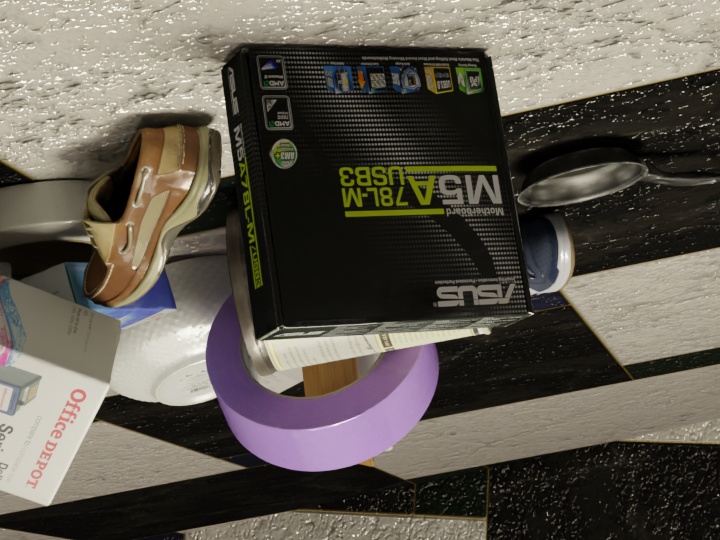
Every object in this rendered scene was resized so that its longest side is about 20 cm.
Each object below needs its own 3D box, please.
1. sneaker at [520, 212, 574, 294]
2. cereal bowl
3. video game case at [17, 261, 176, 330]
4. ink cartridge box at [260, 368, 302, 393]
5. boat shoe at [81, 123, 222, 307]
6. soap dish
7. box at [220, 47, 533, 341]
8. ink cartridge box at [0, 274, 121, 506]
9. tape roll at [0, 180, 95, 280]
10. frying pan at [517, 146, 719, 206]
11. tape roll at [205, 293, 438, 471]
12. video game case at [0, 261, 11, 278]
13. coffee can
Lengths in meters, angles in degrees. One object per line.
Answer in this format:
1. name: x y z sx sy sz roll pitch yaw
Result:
1. sneaker: 0.127 -0.004 1.953 0.108 0.071 0.200 -7 170 -18
2. cereal bowl: -0.161 0.070 1.942 0.199 0.084 0.200 -17 154 -8
3. video game case: -0.275 0.043 1.713 0.180 0.046 0.200 -21 173 17
4. ink cartridge box: -0.042 0.065 2.229 0.199 0.050 0.161 -30 163 8
5. boat shoe: -0.173 -0.048 1.538 0.073 0.076 0.200 13 138 -25
6. soap dish: -0.018 0.101 2.061 0.081 0.158 0.200 -7 160 1
7. box: 0.011 -0.054 1.391 0.199 0.194 0.047 -1 165 -27
8. ink cartridge box: -0.303 0.078 1.578 0.199 0.088 0.146 21 125 -16
9. tape roll: -0.263 -0.027 1.669 0.201 0.037 0.203 -8 167 -2
10. frying pan: 0.226 -0.087 1.749 0.189 0.031 0.115 -12 167 -3
11. tape roll: -0.034 0.077 1.797 0.199 0.201 0.066 -10 139 7
12. video game case: -0.404 0.023 1.675 0.181 0.022 0.200 3 164 -27
13. coffee can: 0.000 0.000 1.713 0.199 0.147 0.146 -10 167 6
